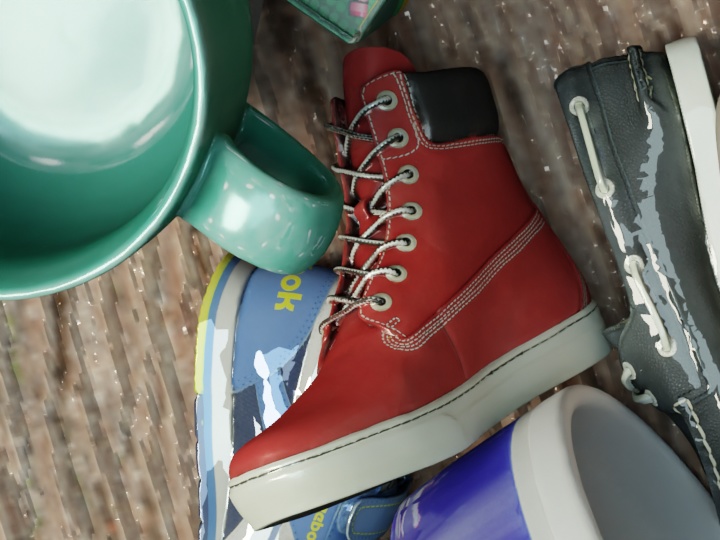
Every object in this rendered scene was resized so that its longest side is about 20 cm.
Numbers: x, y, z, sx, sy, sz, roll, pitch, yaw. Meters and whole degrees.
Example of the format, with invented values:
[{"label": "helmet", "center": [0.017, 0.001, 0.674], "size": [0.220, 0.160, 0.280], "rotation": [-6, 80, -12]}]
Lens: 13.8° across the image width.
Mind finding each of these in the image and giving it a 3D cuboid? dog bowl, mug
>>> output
[{"label": "dog bowl", "center": [0.099, 0.145, 1.070], "size": [0.079, 0.200, 0.200], "rotation": [-34, 94, 16]}, {"label": "mug", "center": [-0.105, -0.062, 1.006], "size": [0.152, 0.114, 0.186], "rotation": [-27, 97, 14]}]

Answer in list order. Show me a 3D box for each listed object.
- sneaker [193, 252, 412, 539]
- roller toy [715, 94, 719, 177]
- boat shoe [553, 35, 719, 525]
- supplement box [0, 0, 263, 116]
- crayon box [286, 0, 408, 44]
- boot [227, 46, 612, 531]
[{"label": "sneaker", "center": [-0.019, 0.093, 1.146], "size": [0.082, 0.074, 0.201], "rotation": [0, 102, 7]}, {"label": "roller toy", "center": [0.206, 0.002, 1.032], "size": [0.139, 0.183, 0.201], "rotation": [-12, 116, 11]}, {"label": "boat shoe", "center": [0.119, 0.015, 1.110], "size": [0.060, 0.076, 0.201], "rotation": [-12, 86, 9]}, {"label": "supplement box", "center": [-0.137, -0.132, 1.108], "size": [0.199, 0.101, 0.104], "rotation": [16, 104, 7]}, {"label": "crayon box", "center": [0.037, -0.184, 1.060], "size": [0.058, 0.119, 0.200], "rotation": [34, 104, 1]}, {"label": "boot", "center": [0.000, 0.000, 1.069], "size": [0.072, 0.200, 0.145], "rotation": [-20, 97, 40]}]
